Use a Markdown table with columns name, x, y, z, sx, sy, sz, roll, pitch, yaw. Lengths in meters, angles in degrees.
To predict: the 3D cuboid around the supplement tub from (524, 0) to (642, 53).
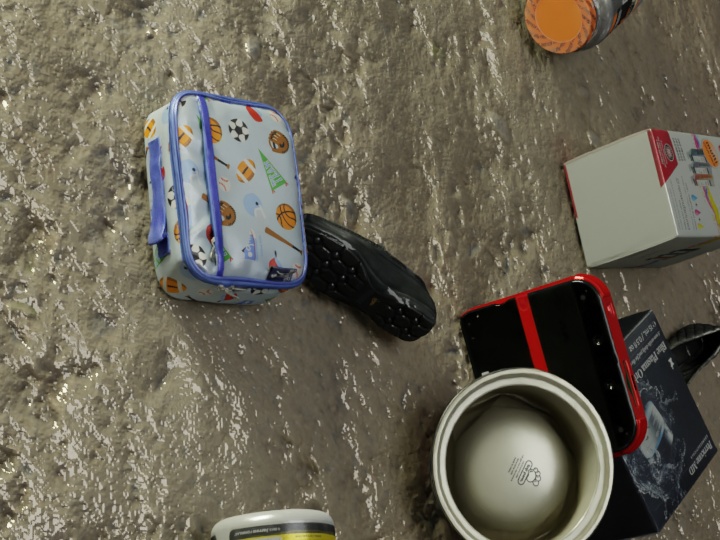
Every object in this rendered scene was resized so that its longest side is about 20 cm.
| name | x | y | z | sx | sy | sz | roll | pitch | yaw |
| --- | --- | --- | --- | --- | --- | --- | --- | --- | --- |
| supplement tub | 0.303 | -0.372 | 1.882 | 0.200 | 0.122 | 0.124 | -42 | 105 | -46 |

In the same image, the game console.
| name | x | y | z | sx | sy | sz | roll | pitch | yaw |
| --- | --- | --- | --- | --- | --- | --- | --- | --- | --- |
| game console | 0.212 | 0.118 | 1.544 | 0.031 | 0.175 | 0.203 | 0 | 73 | -62 |

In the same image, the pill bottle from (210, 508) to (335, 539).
| name | x | y | z | sx | sy | sz | roll | pitch | yaw |
| --- | --- | --- | --- | --- | --- | --- | --- | --- | --- |
| pill bottle | -0.069 | 0.314 | 1.202 | 0.111 | 0.111 | 0.203 | 12 | 66 | -44 |

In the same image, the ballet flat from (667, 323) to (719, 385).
| name | x | y | z | sx | sy | sz | roll | pitch | yaw |
| --- | --- | --- | --- | --- | --- | --- | --- | --- | --- |
| ballet flat | 0.429 | 0.120 | 1.864 | 0.200 | 0.056 | 0.067 | -39 | 103 | -48 |

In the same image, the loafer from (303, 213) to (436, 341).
| name | x | y | z | sx | sy | sz | roll | pitch | yaw |
| --- | --- | --- | --- | --- | --- | --- | --- | --- | --- |
| loafer | 0.000 | 0.000 | 1.449 | 0.200 | 0.068 | 0.071 | 36 | 32 | -29 |

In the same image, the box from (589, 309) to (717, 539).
| name | x | y | z | sx | sy | sz | roll | pitch | yaw |
| --- | --- | --- | --- | --- | --- | --- | --- | --- | --- |
| box | 0.304 | 0.185 | 1.658 | 0.196 | 0.117 | 0.202 | -35 | 102 | -48 |

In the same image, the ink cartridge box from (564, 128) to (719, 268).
| name | x | y | z | sx | sy | sz | roll | pitch | yaw |
| --- | --- | --- | --- | --- | --- | --- | --- | --- | --- |
| ink cartridge box | 0.392 | -0.092 | 1.845 | 0.198 | 0.144 | 0.148 | -2 | 75 | -48 |

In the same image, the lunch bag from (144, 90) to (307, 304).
| name | x | y | z | sx | sy | sz | roll | pitch | yaw |
| --- | --- | --- | --- | --- | --- | --- | --- | --- | --- |
| lunch bag | -0.130 | -0.064 | 1.323 | 0.159 | 0.075 | 0.203 | 7 | 68 | -43 |

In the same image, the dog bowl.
| name | x | y | z | sx | sy | sz | roll | pitch | yaw |
| --- | --- | --- | --- | --- | --- | --- | --- | --- | --- |
| dog bowl | 0.161 | 0.206 | 1.466 | 0.197 | 0.074 | 0.203 | 2 | 78 | -11 |
